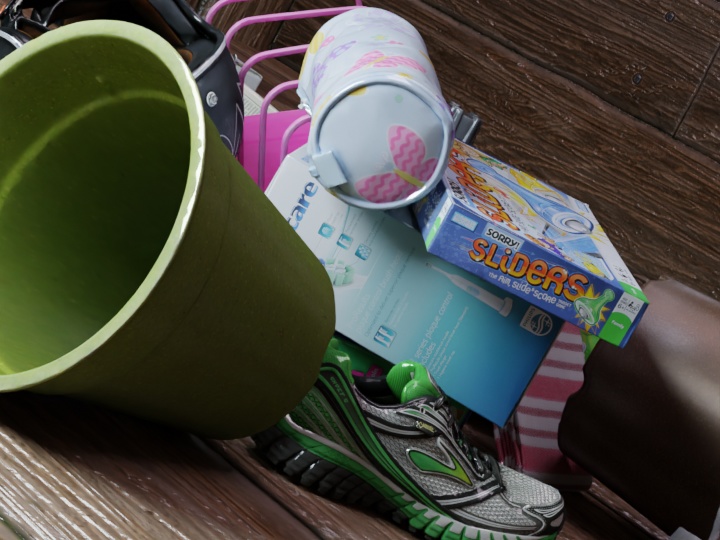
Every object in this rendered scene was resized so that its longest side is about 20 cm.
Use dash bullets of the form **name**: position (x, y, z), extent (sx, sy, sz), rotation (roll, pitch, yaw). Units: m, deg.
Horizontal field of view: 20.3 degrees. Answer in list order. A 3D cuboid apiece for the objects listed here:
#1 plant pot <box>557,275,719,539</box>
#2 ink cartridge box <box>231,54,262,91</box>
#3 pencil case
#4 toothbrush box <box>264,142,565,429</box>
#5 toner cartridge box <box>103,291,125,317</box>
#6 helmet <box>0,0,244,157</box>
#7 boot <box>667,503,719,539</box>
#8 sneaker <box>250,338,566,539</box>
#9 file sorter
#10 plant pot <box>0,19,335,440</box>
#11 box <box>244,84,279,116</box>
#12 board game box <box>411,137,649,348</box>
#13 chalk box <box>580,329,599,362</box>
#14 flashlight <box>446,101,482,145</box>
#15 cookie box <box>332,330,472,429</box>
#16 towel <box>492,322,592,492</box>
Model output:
- **plant pot**: position (0.260, 0.116, 1.428), extent (0.197, 0.202, 0.200), rotation (32, 9, 22)
- **ink cartridge box**: position (-0.196, -0.161, 1.839), extent (0.083, 0.148, 0.200), rotation (23, 10, -41)
- **pencil case**: position (0.006, -0.103, 1.235), extent (0.090, 0.084, 0.200), rotation (-10, 19, -1)
- **toothbrush box**: position (0.032, 0.000, 1.277), extent (0.199, 0.086, 0.146), rotation (31, 14, 2)
- **toner cartridge box**: position (-0.216, -0.013, 1.214), extent (0.199, 0.043, 0.095), rotation (30, 7, 15)
- **helmet**: position (-0.178, -0.110, 1.409), extent (0.190, 0.200, 0.200), rotation (42, 9, 2)
- **boot**: position (0.297, 0.184, 1.223), extent (0.199, 0.188, 0.069), rotation (31, -23, 36)
- **sneaker**: position (0.040, 0.107, 1.175), extent (0.199, 0.086, 0.078), rotation (26, 8, -21)
- **file sorter**: position (-0.028, -0.112, 1.471), extent (0.138, 0.126, 0.200), rotation (-9, 36, -20)
- **plant pot**: position (-0.112, 0.002, 1.062), extent (0.200, 0.201, 0.190), rotation (34, -2, 40)
- **box**: position (-0.071, -0.069, 1.703), extent (0.200, 0.095, 0.078), rotation (41, -14, 12)
- **board game box**: position (0.095, -0.027, 1.247), extent (0.134, 0.035, 0.200), rotation (26, 15, -13)
- **chalk box**: position (0.133, 0.050, 1.618), extent (0.199, 0.125, 0.124), rotation (26, -7, -6)
- **flashlight**: position (0.045, -0.056, 1.795), extent (0.067, 0.201, 0.068), rotation (25, 9, -20)
- **cookie box**: position (-0.043, 0.045, 1.316), extent (0.199, 0.076, 0.171), rotation (24, 11, -21)
- **towel**: position (0.128, 0.064, 1.485), extent (0.030, 0.202, 0.146), rotation (-10, -12, 27)
